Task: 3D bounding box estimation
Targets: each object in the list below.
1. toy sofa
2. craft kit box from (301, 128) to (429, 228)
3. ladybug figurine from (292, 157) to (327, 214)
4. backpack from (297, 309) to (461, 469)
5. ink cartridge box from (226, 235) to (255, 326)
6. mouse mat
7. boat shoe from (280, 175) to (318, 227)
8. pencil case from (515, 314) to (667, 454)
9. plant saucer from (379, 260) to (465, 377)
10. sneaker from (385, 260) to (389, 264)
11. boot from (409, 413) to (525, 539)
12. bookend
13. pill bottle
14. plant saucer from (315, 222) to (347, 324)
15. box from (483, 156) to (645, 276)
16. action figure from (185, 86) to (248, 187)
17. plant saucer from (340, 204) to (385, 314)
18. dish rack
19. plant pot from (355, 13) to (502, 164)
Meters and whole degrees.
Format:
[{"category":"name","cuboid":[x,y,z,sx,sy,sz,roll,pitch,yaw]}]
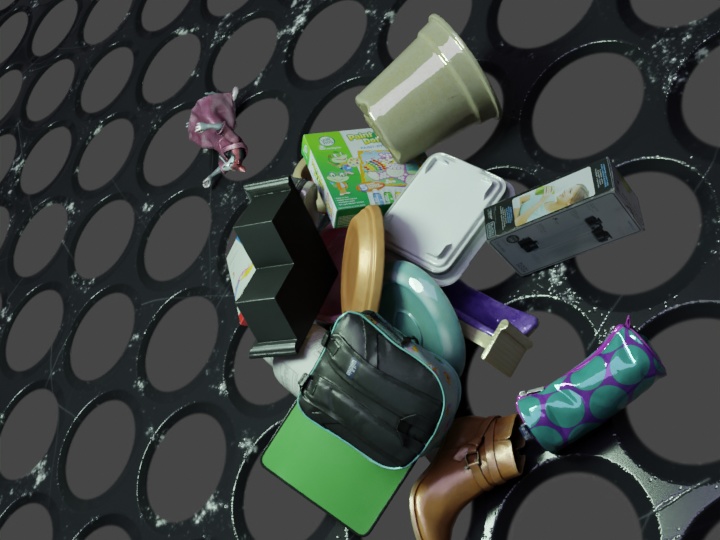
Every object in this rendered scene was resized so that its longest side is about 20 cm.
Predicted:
[{"category":"toy sofa","cuboid":[0.159,0.066,1.457,0.199,0.083,0.098,29,86,45]},{"category":"craft kit box","cuboid":[0.022,-0.161,1.647,0.198,0.049,0.198,-8,44,-18]},{"category":"ladybug figurine","cuboid":[-0.044,-0.152,1.745,0.135,0.072,0.200,-37,37,-6]},{"category":"backpack","cuboid":[0.038,0.170,1.366,0.199,0.153,0.177,34,99,25]},{"category":"ink cartridge box","cuboid":[-0.172,0.017,1.736,0.117,0.067,0.201,-58,36,37]},{"category":"mouse mat","cuboid":[-0.031,0.273,1.456,0.199,0.008,0.162,34,89,7]},{"category":"boat shoe","cuboid":[-0.111,-0.089,1.660,0.062,0.201,0.073,24,57,10]},{"category":"pencil case","cuboid":[0.296,0.153,1.290,0.199,0.085,0.093,-38,90,13]},{"category":"plant saucer","cuboid":[0.077,0.083,1.451,0.027,0.202,0.199,-26,35,-30]},{"category":"sneaker","cuboid":[0.129,-0.042,1.537,0.200,0.075,0.082,-41,31,8]},{"category":"boot","cuboid":[0.153,0.291,1.343,0.154,0.077,0.202,-15,47,31]},{"category":"bookend","cuboid":[-0.140,-0.004,1.541,0.091,0.200,0.201,-7,36,28]},{"category":"pill bottle","cuboid":[-0.075,0.150,1.574,0.199,0.114,0.115,33,87,45]},{"category":"plant saucer","cuboid":[-0.016,0.002,1.660,0.199,0.051,0.203,-19,55,29]},{"category":"box","cuboid":[0.290,-0.073,1.413,0.199,0.116,0.061,-23,50,29]},{"category":"action figure","cuboid":[-0.275,-0.263,2.020,0.148,0.135,0.200,-21,53,-28]},{"category":"plant saucer","cuboid":[0.000,0.000,1.497,0.200,0.037,0.203,-175,90,-80]},{"category":"dish rack","cuboid":[0.119,-0.088,1.498,0.171,0.044,0.201,28,73,35]},{"category":"plant pot","cuboid":[0.099,-0.278,1.603,0.183,0.201,0.201,-35,47,1]}]
